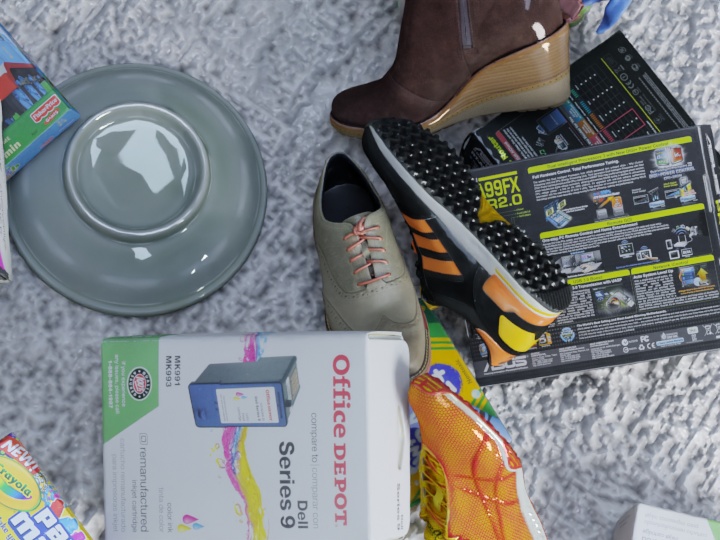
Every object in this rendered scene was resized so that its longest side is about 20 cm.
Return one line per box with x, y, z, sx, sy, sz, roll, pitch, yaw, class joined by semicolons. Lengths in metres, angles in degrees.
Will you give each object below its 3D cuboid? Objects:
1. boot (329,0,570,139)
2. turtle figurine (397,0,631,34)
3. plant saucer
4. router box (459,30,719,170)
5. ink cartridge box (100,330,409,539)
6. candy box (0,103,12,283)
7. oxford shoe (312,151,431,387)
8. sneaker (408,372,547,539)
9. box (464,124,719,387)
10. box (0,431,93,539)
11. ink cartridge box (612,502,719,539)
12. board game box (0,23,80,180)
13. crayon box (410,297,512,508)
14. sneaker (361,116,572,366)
0.052;-0.188;1.579;0.199;0.072;0.167;-9;115;22;boot
0.128;-0.257;1.655;0.193;0.144;0.201;1;65;8;turtle figurine
-0.166;-0.067;1.587;0.199;0.050;0.201;2;73;-8;plant saucer
0.194;-0.059;1.629;0.150;0.062;0.200;-34;81;-16;router box
-0.071;0.115;1.468;0.199;0.087;0.146;-1;88;18;ink cartridge box
-0.353;-0.051;1.515;0.199;0.061;0.137;-6;82;4;candy box
0.000;0.000;1.538;0.070;0.075;0.200;-17;49;-6;oxford shoe
0.073;0.153;1.488;0.077;0.200;0.073;-36;38;-14;sneaker
0.168;-0.010;1.550;0.199;0.044;0.161;-11;91;20;box
-0.253;0.253;1.437;0.192;0.122;0.200;-36;81;-18;box
0.228;0.279;1.526;0.117;0.067;0.201;13;72;-3;ink cartridge box
-0.326;-0.140;1.571;0.151;0.037;0.200;-41;81;1;board game box
-0.007;0.123;1.550;0.200;0.052;0.126;-29;79;-15;crayon box
0.057;-0.019;1.530;0.200;0.090;0.070;47;32;16;sneaker
